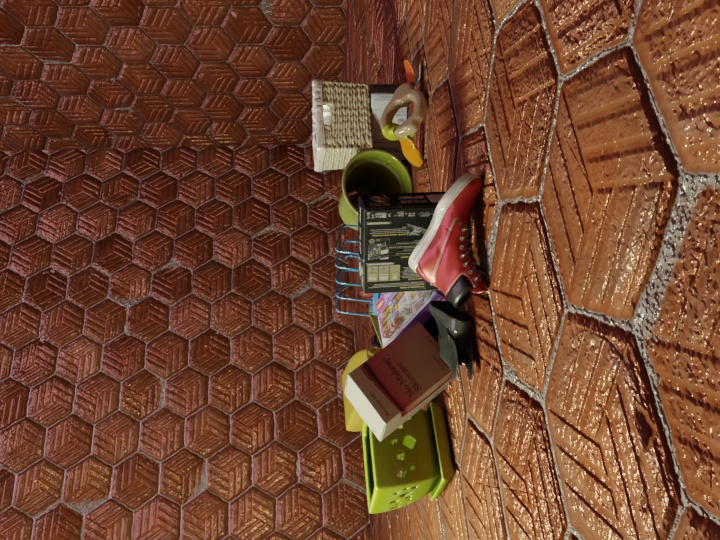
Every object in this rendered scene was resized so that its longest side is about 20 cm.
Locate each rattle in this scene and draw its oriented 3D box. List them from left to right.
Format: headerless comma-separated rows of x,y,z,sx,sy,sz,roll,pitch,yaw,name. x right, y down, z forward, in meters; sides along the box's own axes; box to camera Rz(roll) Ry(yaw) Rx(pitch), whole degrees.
0.134,-0.381,1.437,0.129,0.141,0.204,-26,45,49,rattle

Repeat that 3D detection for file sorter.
0.000,0.000,1.560,0.140,0.119,0.204,-74,-13,-54,file sorter

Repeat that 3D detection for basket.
-0.056,-0.399,1.667,0.200,0.156,0.204,122,145,-81,basket

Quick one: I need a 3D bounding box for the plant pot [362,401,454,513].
0.102,0.411,1.340,0.201,0.176,0.204,95,170,-55,plant pot

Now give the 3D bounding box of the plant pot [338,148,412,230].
0.021,-0.199,1.644,0.184,0.195,0.206,141,127,-68,plant pot

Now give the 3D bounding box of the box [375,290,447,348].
0.110,0.069,1.332,0.201,0.038,0.139,-50,34,33,box

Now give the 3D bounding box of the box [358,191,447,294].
0.096,-0.053,1.115,0.086,0.194,0.168,-108,16,-66,box

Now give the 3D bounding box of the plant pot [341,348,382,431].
0.056,0.335,1.771,0.203,0.190,0.197,103,165,-45,plant pot

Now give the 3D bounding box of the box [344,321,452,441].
0.081,0.226,1.231,0.128,0.198,0.110,47,155,21,box

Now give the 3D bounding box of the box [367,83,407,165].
0.068,-0.413,1.707,0.185,0.102,0.205,-104,14,-66,box

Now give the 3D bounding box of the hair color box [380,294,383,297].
0.092,0.056,1.615,0.200,0.063,0.112,71,-155,-76,hair color box

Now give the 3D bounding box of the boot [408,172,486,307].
0.179,-0.046,0.998,0.144,0.072,0.203,42,118,31,boot

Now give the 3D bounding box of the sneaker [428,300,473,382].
0.169,0.127,1.132,0.200,0.058,0.107,-133,45,-76,sneaker

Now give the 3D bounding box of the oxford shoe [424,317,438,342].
0.140,0.091,1.366,0.085,0.071,0.204,102,164,-51,oxford shoe

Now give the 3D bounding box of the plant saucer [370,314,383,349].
0.106,0.214,1.460,0.200,0.047,0.203,49,-162,-60,plant saucer

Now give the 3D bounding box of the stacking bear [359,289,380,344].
0.079,0.143,1.825,0.121,0.111,0.205,-30,-73,-77,stacking bear

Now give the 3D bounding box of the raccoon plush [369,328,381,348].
0.078,0.185,1.969,0.200,0.094,0.138,105,169,-72,raccoon plush
